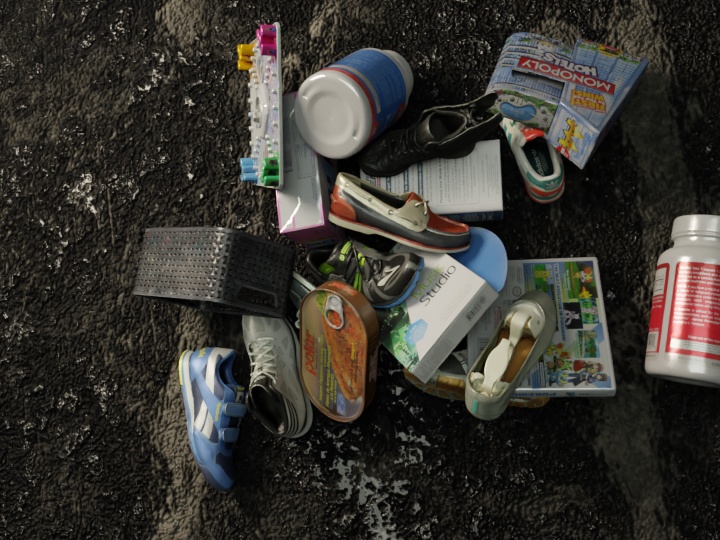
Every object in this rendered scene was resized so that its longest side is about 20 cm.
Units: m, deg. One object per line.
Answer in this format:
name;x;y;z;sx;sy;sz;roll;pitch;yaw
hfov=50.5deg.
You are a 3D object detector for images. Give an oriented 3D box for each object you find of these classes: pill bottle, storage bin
pill bottle;0.001;-0.235;1.030;0.110;0.200;0.114;13;122;21
pill bottle;0.427;0.039;0.962;0.110;0.112;0.205;9;83;11
storage bin;-0.197;0.003;1.027;0.197;0.134;0.096;1;78;41

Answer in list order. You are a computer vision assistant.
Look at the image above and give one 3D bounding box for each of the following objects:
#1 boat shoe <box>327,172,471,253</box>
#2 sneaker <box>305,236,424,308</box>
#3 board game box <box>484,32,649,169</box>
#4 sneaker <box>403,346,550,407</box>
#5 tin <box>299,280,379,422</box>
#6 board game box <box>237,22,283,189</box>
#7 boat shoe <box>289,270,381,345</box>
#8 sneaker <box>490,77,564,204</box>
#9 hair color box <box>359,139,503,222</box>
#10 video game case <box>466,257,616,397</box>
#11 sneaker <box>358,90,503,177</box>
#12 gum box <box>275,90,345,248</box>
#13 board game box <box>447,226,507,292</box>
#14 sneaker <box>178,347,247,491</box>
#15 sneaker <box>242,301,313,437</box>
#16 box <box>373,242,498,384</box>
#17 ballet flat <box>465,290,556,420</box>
boat shoe;0.055;-0.075;1.003;0.196;0.071;0.064;15;111;0
sneaker;0.000;0.000;1.015;0.197;0.083;0.072;3;57;44
board game box;0.266;-0.231;0.999;0.196;0.062;0.202;20;48;7
sneaker;0.157;0.127;1.024;0.195;0.076;0.089;7;68;6
tin;-0.029;0.107;1.009;0.110;0.042;0.204;19;124;25
board game box;-0.139;-0.216;1.036;0.025;0.200;0.205;-2;99;-18
boat shoe;-0.063;0.061;1.063;0.199;0.073;0.062;38;88;7
sneaker;0.232;-0.196;1.043;0.069;0.093;0.204;-19;79;6
hair color box;0.099;-0.120;1.070;0.195;0.061;0.102;-2;80;9
video game case;0.228;0.071;0.993;0.178;0.022;0.203;-2;53;9
sneaker;0.086;-0.177;0.997;0.195;0.104;0.061;-11;79;7
gum box;-0.075;-0.145;1.073;0.065;0.113;0.205;-9;80;13
board game box;0.119;0.035;1.023;0.200;0.039;0.159;-43;34;9
sneaker;-0.196;0.202;1.063;0.080;0.074;0.204;-14;80;5
sneaker;-0.122;0.128;1.039;0.074;0.115;0.204;-22;78;5
box;0.073;0.039;1.000;0.145;0.036;0.200;-50;33;-1
ballet flat;0.188;0.090;0.931;0.066;0.064;0.201;21;59;25
